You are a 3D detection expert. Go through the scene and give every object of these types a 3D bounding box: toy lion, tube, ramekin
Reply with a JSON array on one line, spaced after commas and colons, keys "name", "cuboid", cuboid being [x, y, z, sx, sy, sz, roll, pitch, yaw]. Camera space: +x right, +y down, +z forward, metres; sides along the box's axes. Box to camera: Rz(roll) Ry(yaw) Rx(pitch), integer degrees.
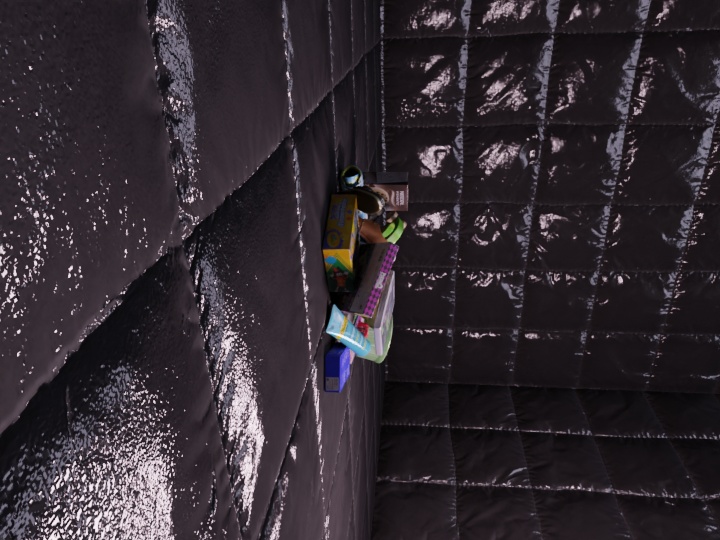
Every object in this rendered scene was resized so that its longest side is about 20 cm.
[{"name": "toy lion", "cuboid": [0.059, -0.085, 1.772, 0.069, 0.200, 0.192, 45, 23, -21]}, {"name": "tube", "cuboid": [-0.036, 0.172, 1.462, 0.200, 0.050, 0.078, 48, 45, -47]}, {"name": "ramekin", "cuboid": [0.036, 0.219, 1.893, 0.200, 0.097, 0.201, -168, -90, -78]}]

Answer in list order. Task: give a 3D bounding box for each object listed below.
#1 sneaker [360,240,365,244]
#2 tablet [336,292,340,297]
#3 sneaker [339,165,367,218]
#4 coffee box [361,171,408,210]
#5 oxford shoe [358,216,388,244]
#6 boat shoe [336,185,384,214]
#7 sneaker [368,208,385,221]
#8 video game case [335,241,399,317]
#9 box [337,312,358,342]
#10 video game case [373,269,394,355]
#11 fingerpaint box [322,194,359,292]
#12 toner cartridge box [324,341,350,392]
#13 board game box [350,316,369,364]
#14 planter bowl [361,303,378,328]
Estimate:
[{"name": "sneaker", "cuboid": [-0.012, -0.060, 1.655, 0.109, 0.070, 0.201, 80, 26, -57]}, {"name": "tablet", "cuboid": [0.000, 0.000, 1.610, 0.200, 0.014, 0.131, -26, 141, -56]}, {"name": "sneaker", "cuboid": [-0.024, -0.216, 1.593, 0.131, 0.079, 0.201, 68, 14, -80]}, {"name": "coffee box", "cuboid": [0.066, -0.273, 1.855, 0.080, 0.198, 0.114, -83, 171, -46]}, {"name": "oxford shoe", "cuboid": [0.014, -0.126, 1.565, 0.200, 0.071, 0.071, 48, -1, -5]}, {"name": "boat shoe", "cuboid": [0.008, -0.201, 1.462, 0.200, 0.066, 0.072, 15, -46, 56]}, {"name": "sneaker", "cuboid": [-0.005, -0.190, 1.766, 0.114, 0.076, 0.199, -50, 155, 14]}, {"name": "video game case", "cuboid": [0.013, 0.022, 1.431, 0.181, 0.036, 0.201, 0, -114, 64]}, {"name": "box", "cuboid": [-0.037, 0.143, 1.596, 0.200, 0.036, 0.145, 70, 32, -74]}, {"name": "video game case", "cuboid": [0.070, 0.124, 1.541, 0.200, 0.023, 0.183, 84, 19, -60]}, {"name": "fingerpaint box", "cuboid": [-0.045, -0.072, 1.416, 0.167, 0.073, 0.201, 85, 9, -48]}, {"name": "toner cartridge box", "cuboid": [-0.061, 0.259, 1.464, 0.200, 0.043, 0.096, -22, 115, -83]}, {"name": "board game box", "cuboid": [0.008, 0.203, 1.700, 0.200, 0.039, 0.159, -65, 163, -55]}, {"name": "planter bowl", "cuboid": [0.026, 0.071, 1.544, 0.200, 0.083, 0.202, 11, 90, -81]}]
